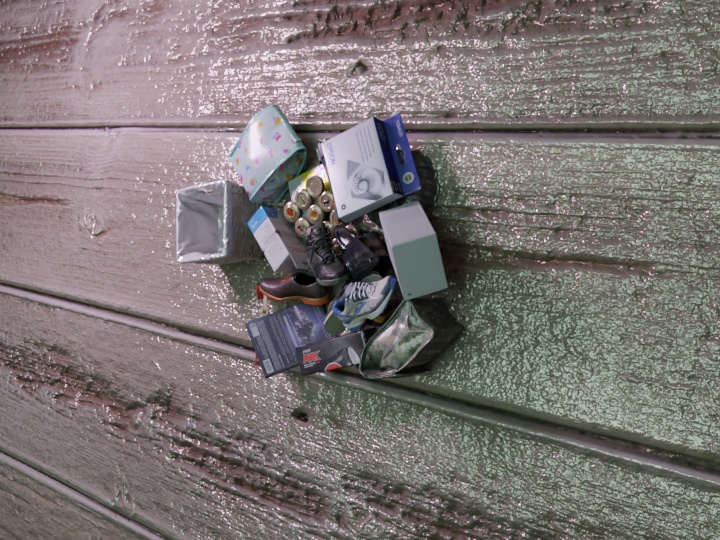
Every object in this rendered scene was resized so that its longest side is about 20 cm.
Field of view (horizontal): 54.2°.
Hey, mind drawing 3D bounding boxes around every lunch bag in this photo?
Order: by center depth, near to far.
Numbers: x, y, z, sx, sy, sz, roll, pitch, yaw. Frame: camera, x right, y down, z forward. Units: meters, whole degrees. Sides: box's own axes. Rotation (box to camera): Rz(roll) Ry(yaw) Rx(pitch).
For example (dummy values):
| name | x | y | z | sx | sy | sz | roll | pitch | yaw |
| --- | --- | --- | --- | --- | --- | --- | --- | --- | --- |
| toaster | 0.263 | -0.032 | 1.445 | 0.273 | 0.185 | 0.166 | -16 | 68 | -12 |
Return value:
| name | x | y | z | sx | sy | sz | roll | pitch | yaw |
| --- | --- | --- | --- | --- | --- | --- | --- | --- | --- |
| lunch bag | 0.103 | 0.163 | 1.514 | 0.201 | 0.163 | 0.118 | -49 | 64 | 20 |
| lunch bag | -0.231 | -0.302 | 1.822 | 0.200 | 0.121 | 0.172 | -47 | 61 | 28 |

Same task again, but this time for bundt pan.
| name | x | y | z | sx | sy | sz | roll | pitch | yaw |
| --- | --- | --- | --- | --- | --- | --- | --- | --- | --- |
| bundt pan | 0.080 | -0.186 | 1.619 | 0.198 | 0.075 | 0.208 | -4 | 83 | 34 |

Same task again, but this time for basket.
| name | x | y | z | sx | sy | sz | roll | pitch | yaw |
| --- | --- | --- | --- | --- | --- | --- | --- | --- | --- |
| basket | -0.373 | -0.118 | 1.878 | 0.194 | 0.159 | 0.206 | -6 | 81 | 34 |

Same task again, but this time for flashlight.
| name | x | y | z | sx | sy | sz | roll | pitch | yaw |
| --- | --- | --- | --- | --- | --- | --- | --- | --- | --- |
| flashlight | -0.053 | -0.214 | 1.666 | 0.067 | 0.068 | 0.205 | -25 | 72 | 23 |

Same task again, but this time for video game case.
| name | x | y | z | sx | sy | sz | roll | pitch | yaw |
| --- | --- | --- | --- | --- | --- | --- | --- | --- | --- |
| video game case | -0.163 | 0.159 | 1.707 | 0.145 | 0.196 | 0.019 | 64 | 160 | 20 |

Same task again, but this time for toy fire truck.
| name | x | y | z | sx | sy | sz | roll | pitch | yaw |
| --- | --- | --- | --- | --- | --- | --- | --- | --- | --- |
| toy fire truck | -0.240 | 0.131 | 1.776 | 0.047 | 0.201 | 0.145 | 1 | 114 | -6 |

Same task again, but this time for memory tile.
| name | x | y | z | sx | sy | sz | roll | pitch | yaw |
| --- | --- | --- | --- | --- | --- | --- | --- | --- | --- |
| memory tile | -0.097 | -0.116 | 1.729 | 0.153 | 0.017 | 0.202 | -40 | 82 | 31 |

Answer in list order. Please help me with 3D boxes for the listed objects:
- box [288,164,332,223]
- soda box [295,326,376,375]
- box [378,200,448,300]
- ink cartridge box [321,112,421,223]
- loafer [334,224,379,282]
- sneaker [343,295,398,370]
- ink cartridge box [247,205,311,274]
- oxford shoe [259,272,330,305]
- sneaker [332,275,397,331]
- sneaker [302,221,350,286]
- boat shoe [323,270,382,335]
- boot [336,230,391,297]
| name | x | y | z | sx | sy | sz | roll | pitch | yaw |
| --- | --- | --- | --- | --- | --- | --- | --- | --- | --- |
| box | -0.087 | -0.203 | 1.756 | 0.197 | 0.048 | 0.120 | -21 | 73 | 33 |
| soda box | -0.051 | 0.186 | 1.605 | 0.197 | 0.063 | 0.073 | -17 | 84 | 33 |
| box | 0.108 | -0.046 | 1.483 | 0.095 | 0.201 | 0.127 | -16 | 115 | 1 |
| ink cartridge box | 0.020 | -0.236 | 1.581 | 0.196 | 0.040 | 0.204 | -23 | 68 | 19 |
| loafer | -0.010 | -0.050 | 1.609 | 0.071 | 0.074 | 0.202 | -27 | 39 | 2 |
| sneaker | 0.034 | 0.143 | 1.629 | 0.200 | 0.074 | 0.091 | -46 | 74 | 27 |
| ink cartridge box | -0.188 | -0.058 | 1.769 | 0.068 | 0.115 | 0.202 | -44 | 63 | 23 |
| oxford shoe | -0.168 | 0.031 | 1.747 | 0.195 | 0.072 | 0.074 | 5 | 130 | 22 |
| sneaker | 0.002 | 0.062 | 1.517 | 0.085 | 0.078 | 0.200 | 37 | 135 | -13 |
| sneaker | -0.085 | -0.038 | 1.629 | 0.200 | 0.075 | 0.117 | -131 | 24 | -61 |
| boat shoe | -0.018 | 0.064 | 1.621 | 0.201 | 0.071 | 0.061 | -46 | 23 | 29 |
| boot | 0.000 | 0.000 | 1.677 | 0.200 | 0.074 | 0.098 | -47 | 39 | 30 |
